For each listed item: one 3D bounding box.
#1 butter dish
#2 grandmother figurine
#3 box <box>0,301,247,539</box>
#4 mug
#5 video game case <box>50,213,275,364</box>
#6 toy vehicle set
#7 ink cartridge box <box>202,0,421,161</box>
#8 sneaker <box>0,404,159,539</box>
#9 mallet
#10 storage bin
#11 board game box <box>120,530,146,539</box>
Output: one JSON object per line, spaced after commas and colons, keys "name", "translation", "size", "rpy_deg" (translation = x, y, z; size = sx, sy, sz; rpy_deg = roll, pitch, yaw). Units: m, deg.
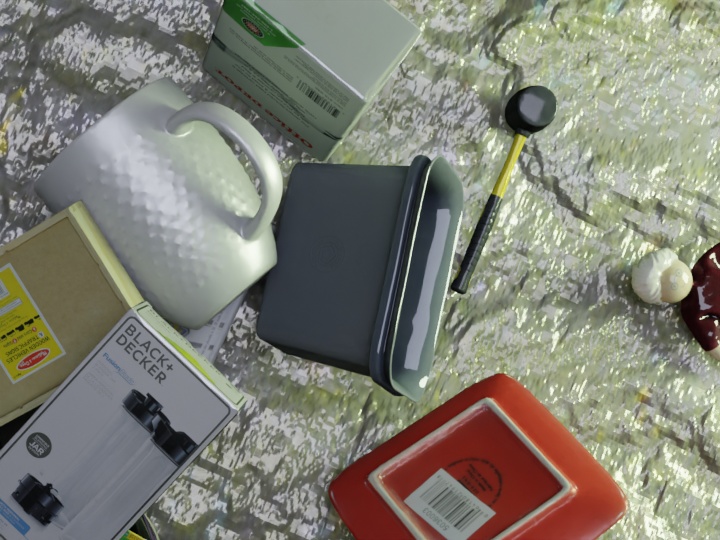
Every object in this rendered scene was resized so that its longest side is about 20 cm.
{"name": "butter dish", "translation": [0.105, 0.222, 1.362], "size": [0.199, 0.148, 0.200], "rpy_deg": [-31, 46, -13]}
{"name": "grandmother figurine", "translation": [0.341, 0.025, 1.473], "size": [0.199, 0.061, 0.122], "rpy_deg": [16, 70, -10]}
{"name": "box", "translation": [-0.195, 0.134, 1.224], "size": [0.117, 0.060, 0.200], "rpy_deg": [44, 94, 0]}
{"name": "mug", "translation": [-0.142, -0.058, 1.306], "size": [0.176, 0.200, 0.148], "rpy_deg": [50, 41, -1]}
{"name": "video game case", "translation": [-0.195, 0.011, 1.394], "size": [0.182, 0.022, 0.201], "rpy_deg": [26, 78, -5]}
{"name": "toy vehicle set", "translation": [-0.273, 0.044, 1.287], "size": [0.199, 0.027, 0.125], "rpy_deg": [-28, 97, 19]}
{"name": "ink cartridge box", "translation": [-0.047, -0.187, 1.361], "size": [0.146, 0.200, 0.083], "rpy_deg": [39, 74, -3]}
{"name": "sneaker", "translation": [-0.234, 0.171, 1.329], "size": [0.076, 0.088, 0.200], "rpy_deg": [-41, 90, -13]}
{"name": "mallet", "translation": [0.127, -0.075, 1.443], "size": [0.041, 0.066, 0.201], "rpy_deg": [22, 79, -5]}
{"name": "storage bin", "translation": [0.000, 0.000, 1.385], "size": [0.134, 0.146, 0.201], "rpy_deg": [9, 79, 19]}
{"name": "board game box", "translation": [-0.245, 0.276, 1.294], "size": [0.095, 0.030, 0.201], "rpy_deg": [28, 109, 1]}
